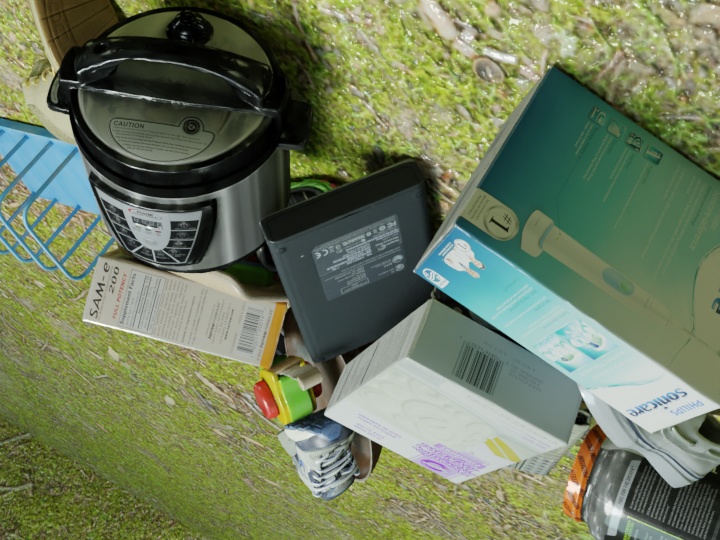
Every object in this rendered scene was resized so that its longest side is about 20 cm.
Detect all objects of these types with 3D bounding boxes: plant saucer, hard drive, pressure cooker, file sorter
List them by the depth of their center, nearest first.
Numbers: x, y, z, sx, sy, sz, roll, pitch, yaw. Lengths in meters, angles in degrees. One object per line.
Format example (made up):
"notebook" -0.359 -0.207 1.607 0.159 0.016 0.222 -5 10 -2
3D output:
"pressure cooker" -0.145 -0.113 0.785 0.179 0.176 0.200 52 160 22
"hard drive" 0.000 0.000 0.867 0.200 0.139 0.033 76 170 -53
"plant saucer" -0.026 0.127 1.038 0.200 0.032 0.201 50 151 42
"file sorter" -0.402 -0.087 1.178 0.199 0.123 0.139 16 148 32

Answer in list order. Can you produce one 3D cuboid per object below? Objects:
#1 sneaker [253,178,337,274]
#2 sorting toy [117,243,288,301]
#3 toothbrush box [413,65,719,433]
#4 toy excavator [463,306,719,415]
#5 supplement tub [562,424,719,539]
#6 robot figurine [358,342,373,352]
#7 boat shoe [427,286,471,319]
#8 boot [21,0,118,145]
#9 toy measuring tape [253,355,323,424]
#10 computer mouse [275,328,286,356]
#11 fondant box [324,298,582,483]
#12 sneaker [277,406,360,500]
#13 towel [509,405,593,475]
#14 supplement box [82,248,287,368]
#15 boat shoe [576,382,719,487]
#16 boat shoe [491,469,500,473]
"sneaker" -0.087 -0.041 0.942 0.200 0.084 0.077 -4 135 51
"sorting toy" -0.124 -0.002 1.017 0.185 0.037 0.200 18 -176 35
"toothbrush box" 0.161 -0.012 0.642 0.200 0.147 0.085 33 154 -1
"toy excavator" 0.204 0.045 0.764 0.199 0.100 0.195 6 145 29
"supplement tub" 0.302 0.225 0.913 0.199 0.123 0.123 20 151 26
"robot figurine" -0.007 0.119 1.111 0.145 0.058 0.200 69 160 11
"boat shoe" 0.092 0.036 0.877 0.074 0.060 0.200 58 173 34
"boot" -0.276 -0.197 0.907 0.155 0.073 0.200 19 142 46
"toy measuring tape" -0.065 0.127 0.989 0.074 0.074 0.200 40 167 -13
"computer mouse" -0.150 0.070 1.252 0.140 0.046 0.200 12 158 29
"fondant box" 0.071 0.109 0.808 0.144 0.058 0.200 29 154 -9
"sneaker" -0.029 0.182 0.964 0.200 0.077 0.085 117 130 -74
"towel" 0.119 0.143 0.958 0.192 0.035 0.200 16 156 4
"supplement box" -0.182 0.038 1.041 0.199 0.074 0.126 15 -176 -4
"boat shoe" 0.225 0.100 0.728 0.067 0.074 0.200 -30 139 22
"boat shoe" 0.116 0.141 1.045 0.073 0.063 0.200 -1 137 50
